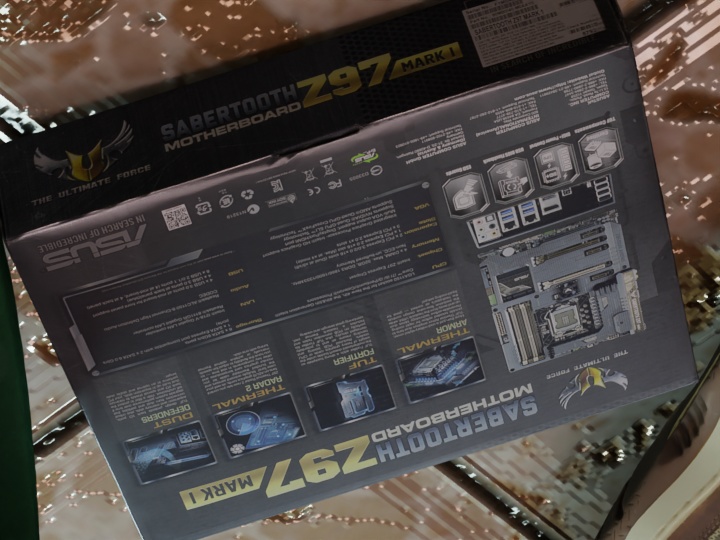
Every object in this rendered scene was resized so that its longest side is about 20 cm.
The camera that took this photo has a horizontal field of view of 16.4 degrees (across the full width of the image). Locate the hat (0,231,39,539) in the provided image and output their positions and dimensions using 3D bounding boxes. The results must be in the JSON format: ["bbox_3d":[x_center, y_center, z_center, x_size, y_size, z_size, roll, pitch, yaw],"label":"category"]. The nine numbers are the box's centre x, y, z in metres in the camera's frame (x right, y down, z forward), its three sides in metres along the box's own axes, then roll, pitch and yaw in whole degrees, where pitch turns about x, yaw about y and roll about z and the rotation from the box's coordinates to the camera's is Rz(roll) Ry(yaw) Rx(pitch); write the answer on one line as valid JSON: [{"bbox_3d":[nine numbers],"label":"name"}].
[{"bbox_3d":[-0.194,0.047,0.735,0.176,0.166,0.200,-6,124,-1],"label":"hat"}]

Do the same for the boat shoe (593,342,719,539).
[{"bbox_3d":[0.137,0.079,0.878,0.075,0.075,0.202,31,130,5],"label":"boat shoe"}]

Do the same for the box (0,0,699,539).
[{"bbox_3d":[0.000,0.000,0.806,0.200,0.051,0.158,-18,133,2],"label":"box"}]
